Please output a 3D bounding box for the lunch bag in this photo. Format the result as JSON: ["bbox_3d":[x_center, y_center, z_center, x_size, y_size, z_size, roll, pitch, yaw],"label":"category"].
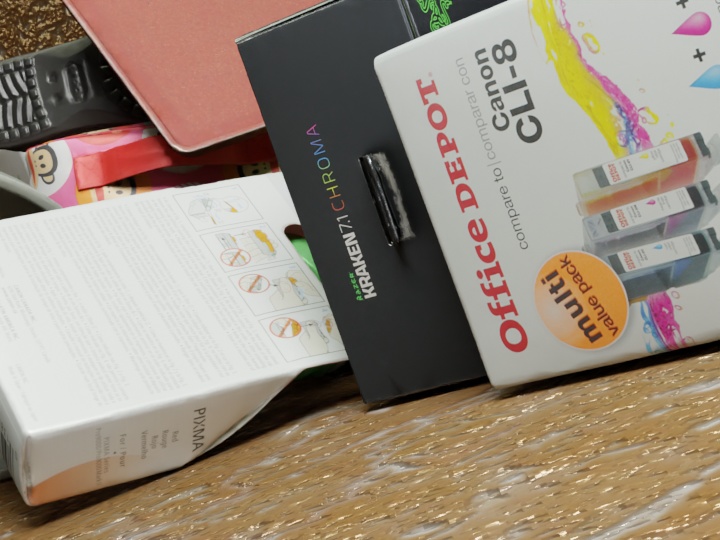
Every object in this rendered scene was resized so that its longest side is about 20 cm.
[{"bbox_3d":[-0.103,-0.052,1.079,0.200,0.082,0.176,-8,-9,-1],"label":"lunch bag"}]

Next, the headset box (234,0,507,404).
[{"bbox_3d":[0.051,-0.052,0.806,0.093,0.174,0.200,-16,5,35],"label":"headset box"}]

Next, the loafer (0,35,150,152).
[{"bbox_3d":[-0.148,-0.118,1.106,0.200,0.073,0.071,-7,-7,11],"label":"loafer"}]

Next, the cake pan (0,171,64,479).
[{"bbox_3d":[-0.224,0.025,0.940,0.200,0.200,0.037,-19,30,5],"label":"cake pan"}]

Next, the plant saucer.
[{"bbox_3d":[-0.073,-0.153,1.043,0.199,0.200,0.037,-22,-32,-28],"label":"plant saucer"}]

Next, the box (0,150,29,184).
[{"bbox_3d":[-0.178,-0.028,1.360,0.171,0.199,0.200,-22,5,-21],"label":"box"}]

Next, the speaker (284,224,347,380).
[{"bbox_3d":[0.000,0.000,0.991,0.088,0.089,0.200,-17,5,30],"label":"speaker"}]

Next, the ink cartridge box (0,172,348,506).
[{"bbox_3d":[-0.093,0.024,0.851,0.200,0.050,0.162,-10,39,-26],"label":"ink cartridge box"}]

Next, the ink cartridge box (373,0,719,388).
[{"bbox_3d":[0.138,-0.057,0.675,0.200,0.145,0.145,-17,5,38],"label":"ink cartridge box"}]
